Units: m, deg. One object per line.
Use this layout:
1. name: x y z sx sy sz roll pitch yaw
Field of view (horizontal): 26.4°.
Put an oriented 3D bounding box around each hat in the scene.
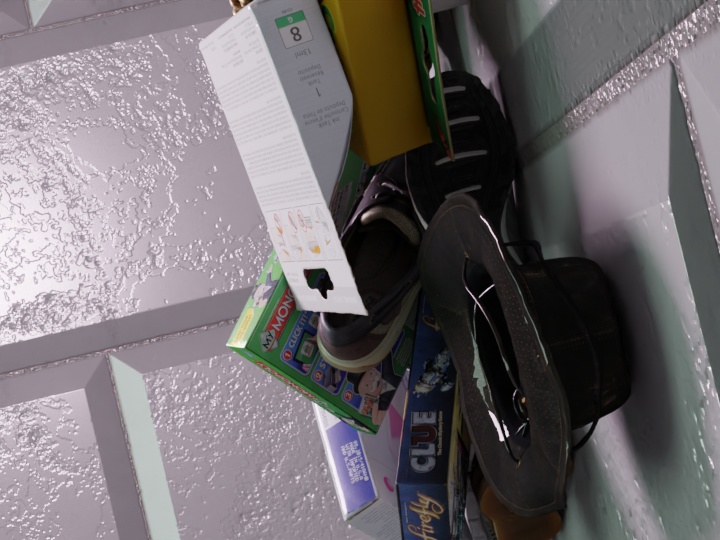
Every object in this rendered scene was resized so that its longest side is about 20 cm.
1. hat: 0.102 0.038 0.844 0.201 0.081 0.201 163 90 -78

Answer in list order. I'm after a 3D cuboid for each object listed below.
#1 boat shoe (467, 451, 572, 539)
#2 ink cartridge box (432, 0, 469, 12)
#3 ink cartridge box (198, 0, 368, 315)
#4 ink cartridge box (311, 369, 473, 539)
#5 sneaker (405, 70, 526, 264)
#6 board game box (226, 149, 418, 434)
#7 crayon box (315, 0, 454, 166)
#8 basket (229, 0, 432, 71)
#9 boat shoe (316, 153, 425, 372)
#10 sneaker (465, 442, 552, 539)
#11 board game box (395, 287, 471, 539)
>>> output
1. boat shoe: 0.109 0.144 1.111 0.200 0.070 0.070 85 167 -62
2. ink cartridge box: 0.007 -0.284 1.027 0.146 0.084 0.200 -112 9 -52
3. ink cartridge box: -0.037 -0.073 0.991 0.200 0.050 0.161 68 164 -7
4. ink cartridge box: 0.034 0.150 1.251 0.200 0.043 0.197 37 -155 -44
5. sneaker: 0.073 -0.036 1.037 0.079 0.074 0.201 -98 -5 -77
6. board game box: 0.000 0.000 1.123 0.134 0.200 0.029 36 161 -30
7. crayon box: -0.012 -0.153 0.979 0.200 0.051 0.127 44 152 53
8. basket: -0.022 -0.218 1.184 0.200 0.142 0.149 -91 -12 -60
9. boat shoe: 0.025 -0.026 1.067 0.065 0.072 0.200 82 -147 -68
10. sneaker: 0.098 0.148 1.262 0.099 0.078 0.201 81 176 -82
11. board game box: 0.055 0.116 1.074 0.200 0.035 0.136 -80 -13 -48
